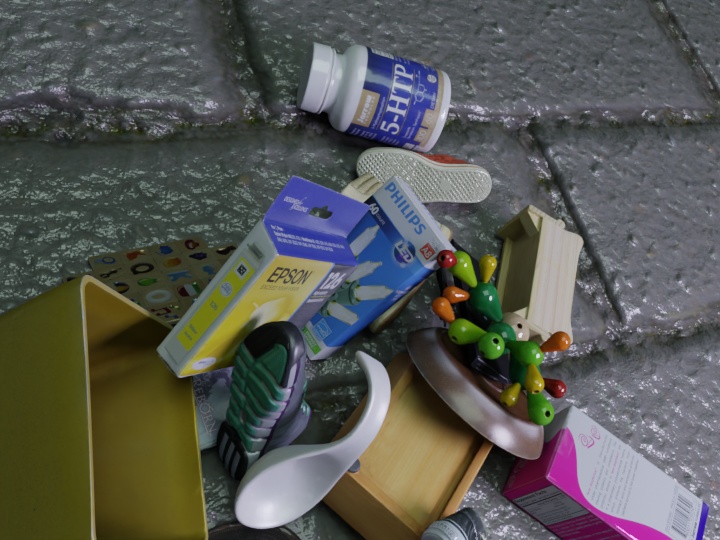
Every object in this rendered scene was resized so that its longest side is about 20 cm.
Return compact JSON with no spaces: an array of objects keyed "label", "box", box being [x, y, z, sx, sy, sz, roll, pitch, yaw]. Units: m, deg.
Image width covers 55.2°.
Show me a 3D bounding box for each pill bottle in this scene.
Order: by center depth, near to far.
[{"label":"pill bottle","box":[0.016,-0.247,0.970,0.197,0.120,0.121,12,58,-16]}]

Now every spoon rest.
[{"label":"spoon rest","box":[-0.041,0.172,0.651,0.099,0.201,0.061,33,8,-43]}]

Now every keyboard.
[{"label":"keyboard","box":[0.125,0.037,0.822,0.127,0.021,0.202,37,31,-30]}]

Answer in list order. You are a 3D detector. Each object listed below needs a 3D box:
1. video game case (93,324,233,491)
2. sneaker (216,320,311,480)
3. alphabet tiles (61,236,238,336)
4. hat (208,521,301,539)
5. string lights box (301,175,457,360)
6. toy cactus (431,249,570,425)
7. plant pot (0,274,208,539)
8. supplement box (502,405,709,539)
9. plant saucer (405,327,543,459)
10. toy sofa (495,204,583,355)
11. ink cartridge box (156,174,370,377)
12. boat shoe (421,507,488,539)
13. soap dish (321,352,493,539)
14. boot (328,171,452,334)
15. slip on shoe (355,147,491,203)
[{"label":"video game case","box":[-0.213,0.132,0.722,0.198,0.019,0.144,-15,69,-28]},{"label":"sneaker","box":[-0.079,0.119,0.678,0.087,0.201,0.075,-11,50,-41]},{"label":"alphabet tiles","box":[-0.210,0.011,0.742,0.198,0.006,0.166,-13,33,-28]},{"label":"hat","box":[-0.092,0.305,0.614,0.198,0.081,0.202,18,42,-17]},{"label":"string lights box","box":[0.000,0.000,0.782,0.103,0.199,0.059,54,15,16]},{"label":"toy cactus","box":[0.159,0.062,0.743,0.201,0.102,0.165,51,17,14]},{"label":"plant pot","box":[-0.255,0.147,0.578,0.174,0.200,0.203,-14,69,6]},{"label":"supplement box","box":[0.284,0.267,0.804,0.199,0.104,0.102,37,55,-1]},{"label":"plant saucer","box":[0.138,0.129,0.790,0.199,0.032,0.201,36,16,-12]},{"label":"toy sofa","box":[0.230,0.022,0.932,0.097,0.083,0.202,27,55,-13]},{"label":"ink cartridge box","box":[-0.074,0.012,0.673,0.047,0.200,0.197,47,14,16]},{"label":"boat shoe","box":[0.111,0.331,0.672,0.070,0.072,0.203,-16,106,-36]},{"label":"soap dish","box":[0.057,0.202,0.757,0.157,0.081,0.200,40,54,3]},{"label":"boot","box":[0.016,-0.029,0.875,0.155,0.073,0.201,37,53,0]},{"label":"slip on shoe","box":[0.087,-0.136,0.979,0.197,0.075,0.061,5,25,-14]}]
